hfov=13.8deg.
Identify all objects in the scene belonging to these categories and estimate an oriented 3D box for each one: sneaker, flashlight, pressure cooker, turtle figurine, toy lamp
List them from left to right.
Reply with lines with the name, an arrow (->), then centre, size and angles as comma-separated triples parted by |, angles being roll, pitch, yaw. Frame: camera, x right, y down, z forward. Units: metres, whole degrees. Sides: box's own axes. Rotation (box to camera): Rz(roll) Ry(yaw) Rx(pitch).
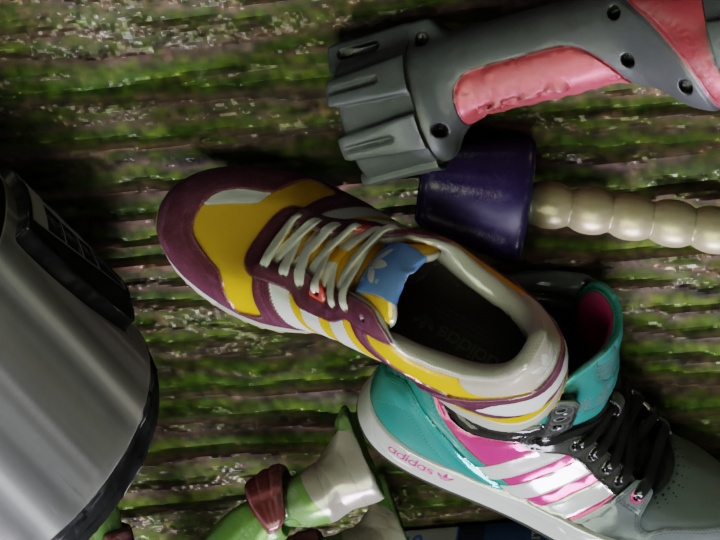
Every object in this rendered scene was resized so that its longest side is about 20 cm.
pressure cooker -> -0.206, 0.033, 1.317 | 0.175, 0.179, 0.200 | -20, 128, 28
turtle figurine -> -0.083, 0.125, 1.456 | 0.193, 0.200, 0.144 | -23, 105, 2
sneaker -> 0.000, 0.000, 1.287 | 0.199, 0.075, 0.090 | 23, 166, 11
flashlight -> 0.087, -0.081, 1.244 | 0.199, 0.068, 0.068 | -15, 132, 20
sneaker -> 0.108, 0.063, 1.368 | 0.199, 0.084, 0.121 | 19, 142, -8
toy lamp -> 0.124, -0.023, 1.299 | 0.199, 0.058, 0.058 | 7, 133, 0

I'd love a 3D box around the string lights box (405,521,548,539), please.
string lights box -> 0.122, 0.176, 1.481 | 0.199, 0.059, 0.103 | -6, 131, 13
